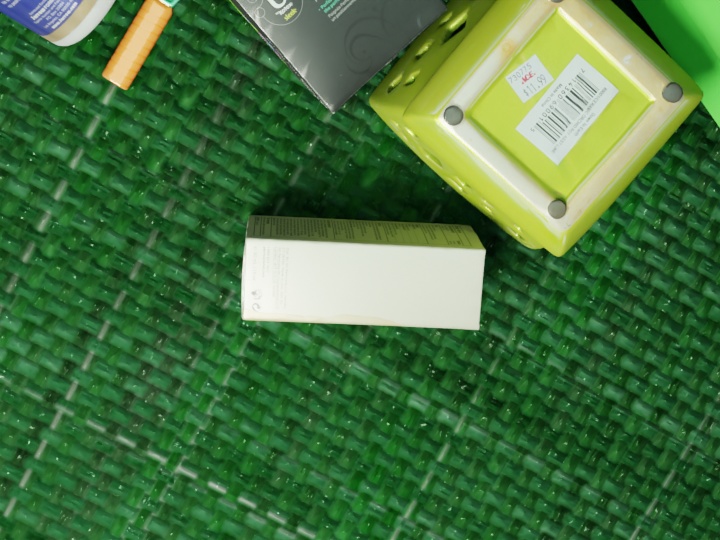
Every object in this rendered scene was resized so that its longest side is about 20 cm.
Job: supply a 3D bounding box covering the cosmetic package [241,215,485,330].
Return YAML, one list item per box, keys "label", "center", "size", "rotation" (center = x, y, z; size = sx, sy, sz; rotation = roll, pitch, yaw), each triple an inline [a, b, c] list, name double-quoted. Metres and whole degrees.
- label: "cosmetic package"
  center: [0.000, 0.000, 1.131]
  size: [0.198, 0.104, 0.074]
  rotation: [4, 103, -3]

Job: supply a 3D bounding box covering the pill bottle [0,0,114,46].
- label: "pill bottle"
  center: [-0.282, -0.269, 1.016]
  size: [0.199, 0.116, 0.116]
  rotation: [30, 100, -33]

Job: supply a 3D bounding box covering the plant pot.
- label: "plant pot"
  center: [0.144, -0.137, 1.071]
  size: [0.199, 0.182, 0.200]
  rotation: [41, 96, -10]

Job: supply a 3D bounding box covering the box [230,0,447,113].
- label: "box"
  center: [-0.052, -0.247, 1.037]
  size: [0.124, 0.149, 0.200]
  rotation: [-42, 110, 3]

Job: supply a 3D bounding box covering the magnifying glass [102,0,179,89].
- label: "magnifying glass"
  center: [-0.155, -0.243, 1.110]
  size: [0.079, 0.022, 0.201]
  rotation: [31, 99, -10]

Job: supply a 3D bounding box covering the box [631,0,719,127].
- label: "box"
  center: [0.320, -0.235, 1.066]
  size: [0.176, 0.097, 0.201]
  rotation: [-41, 99, -24]
